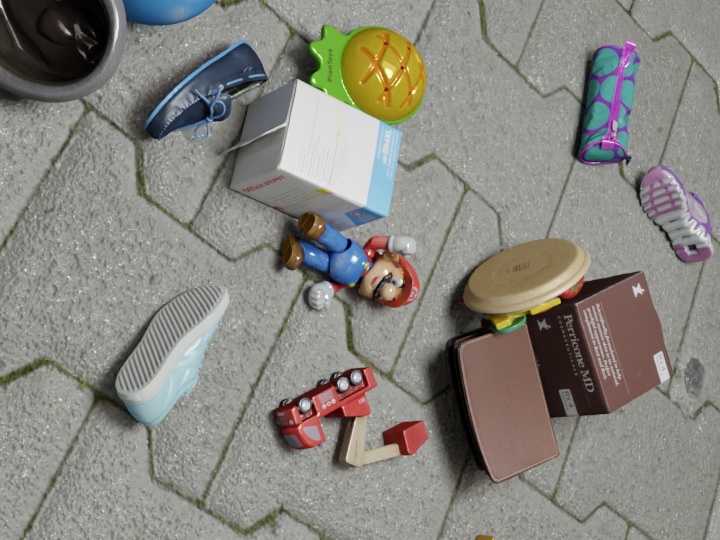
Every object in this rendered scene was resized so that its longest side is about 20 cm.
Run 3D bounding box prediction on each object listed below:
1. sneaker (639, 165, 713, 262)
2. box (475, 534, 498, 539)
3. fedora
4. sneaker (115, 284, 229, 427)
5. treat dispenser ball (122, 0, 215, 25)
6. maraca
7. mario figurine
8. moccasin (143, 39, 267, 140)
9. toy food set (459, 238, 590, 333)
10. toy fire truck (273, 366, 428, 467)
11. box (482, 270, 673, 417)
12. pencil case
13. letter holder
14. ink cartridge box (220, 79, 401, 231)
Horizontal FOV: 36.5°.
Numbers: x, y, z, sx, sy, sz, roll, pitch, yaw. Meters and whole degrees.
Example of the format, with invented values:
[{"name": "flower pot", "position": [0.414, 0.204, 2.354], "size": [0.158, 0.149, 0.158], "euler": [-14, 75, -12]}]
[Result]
[{"name": "sneaker", "position": [0.562, -0.112, 1.921], "size": [0.201, 0.080, 0.089], "euler": [51, 50, -24]}, {"name": "box", "position": [0.176, 0.494, 1.543], "size": [0.119, 0.041, 0.201], "euler": [43, 57, -23]}, {"name": "fedora", "position": [-0.358, -0.284, 1.228], "size": [0.198, 0.090, 0.178], "euler": [28, 94, -12]}, {"name": "sneaker", "position": [-0.219, 0.102, 1.310], "size": [0.200, 0.073, 0.083], "euler": [-52, 142, -36]}, {"name": "treat dispenser ball", "position": [-0.242, -0.392, 1.283], "size": [0.199, 0.200, 0.204], "euler": [7, 78, -35]}, {"name": "maraca", "position": [0.011, -0.273, 1.510], "size": [0.198, 0.106, 0.139], "euler": [2, 81, -36]}, {"name": "mario figurine", "position": [0.000, 0.000, 1.450], "size": [0.198, 0.123, 0.107], "euler": [24, 59, -29]}, {"name": "moccasin", "position": [-0.185, -0.220, 1.369], "size": [0.068, 0.080, 0.200], "euler": [48, 58, -6]}, {"name": "toy food set", "position": [0.238, 0.015, 1.576], "size": [0.196, 0.200, 0.049], "euler": [-23, 111, 1]}, {"name": "toy fire truck", "position": [-0.011, 0.207, 1.447], "size": [0.199, 0.049, 0.143], "euler": [-25, 97, -37]}, {"name": "box", "position": [0.320, 0.113, 1.618], "size": [0.163, 0.199, 0.168], "euler": [-20, 93, -37]}, {"name": "pencil case", "position": [0.419, -0.277, 1.827], "size": [0.084, 0.092, 0.202], "euler": [15, 70, -8]}, {"name": "letter holder", "position": [0.181, 0.191, 1.564], "size": [0.141, 0.100, 0.203], "euler": [-15, 91, -35]}, {"name": "ink cartridge box", "position": [-0.067, -0.149, 1.417], "size": [0.199, 0.128, 0.127], "euler": [23, 69, -32]}]
